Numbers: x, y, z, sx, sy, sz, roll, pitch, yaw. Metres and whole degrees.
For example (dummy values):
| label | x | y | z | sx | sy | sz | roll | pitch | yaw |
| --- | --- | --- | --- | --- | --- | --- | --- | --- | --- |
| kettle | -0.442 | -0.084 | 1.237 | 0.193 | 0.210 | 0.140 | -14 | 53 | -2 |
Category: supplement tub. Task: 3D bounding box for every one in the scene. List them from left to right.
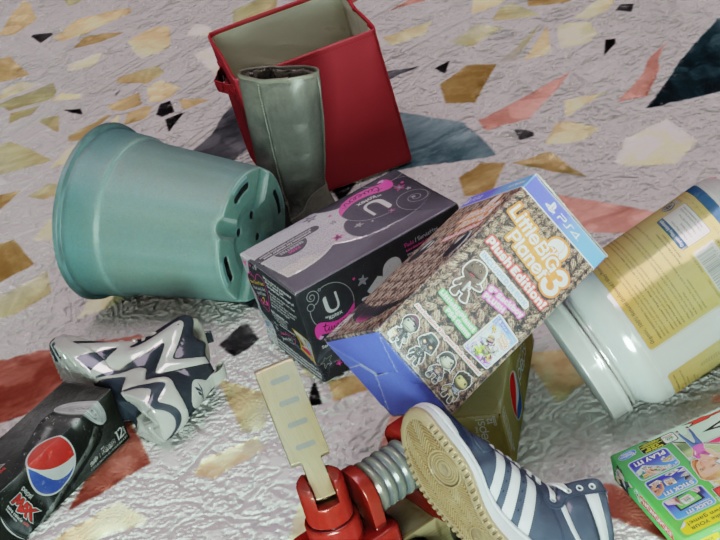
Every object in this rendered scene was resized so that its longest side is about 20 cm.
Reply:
| label | x | y | z | sx | sy | sz | roll | pitch | yaw |
| --- | --- | --- | --- | --- | --- | --- | --- | --- | --- |
| supplement tub | 0.273 | 0.027 | 1.612 | 0.200 | 0.145 | 0.145 | -34 | 31 | 1 |

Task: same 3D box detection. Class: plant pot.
| label | x | y | z | sx | sy | sz | roll | pitch | yaw |
| --- | --- | --- | --- | --- | --- | --- | --- | --- | --- |
| plant pot | -0.201 | -0.051 | 1.989 | 0.196 | 0.200 | 0.200 | 10 | 39 | 26 |

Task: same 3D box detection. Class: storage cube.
| label | x | y | z | sx | sy | sz | roll | pitch | yaw |
| --- | --- | --- | --- | --- | --- | --- | --- | --- | --- |
| storage cube | -0.063 | -0.208 | 2.171 | 0.200 | 0.180 | 0.171 | -22 | 30 | -6 |

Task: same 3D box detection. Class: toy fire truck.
| label | x | y | z | sx | sy | sz | roll | pitch | yaw |
| --- | --- | --- | --- | --- | --- | --- | --- | --- | --- |
| toy fire truck | 0.007 | 0.162 | 1.495 | 0.176 | 0.200 | 0.129 | -31 | 33 | -23 |

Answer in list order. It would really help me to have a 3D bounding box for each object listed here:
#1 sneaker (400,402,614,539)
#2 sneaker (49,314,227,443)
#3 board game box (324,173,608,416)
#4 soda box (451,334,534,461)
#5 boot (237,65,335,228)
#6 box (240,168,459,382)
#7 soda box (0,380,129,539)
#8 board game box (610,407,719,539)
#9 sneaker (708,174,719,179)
| label | x | y | z | sx | sy | sz | roll | pitch | yaw |
| --- | --- | --- | --- | --- | --- | --- | --- | --- | --- |
| sneaker | 0.123 | 0.173 | 1.456 | 0.108 | 0.200 | 0.070 | -35 | -2 | -36 |
| sneaker | -0.217 | 0.092 | 1.852 | 0.130 | 0.080 | 0.199 | -35 | 35 | -31 |
| board game box | 0.089 | 0.025 | 1.585 | 0.200 | 0.097 | 0.159 | -44 | 8 | -17 |
| soda box | 0.114 | 0.101 | 1.680 | 0.068 | 0.064 | 0.200 | -8 | 31 | 16 |
| boot | -0.110 | -0.129 | 2.041 | 0.182 | 0.200 | 0.073 | -6 | 31 | 18 |
| box | 0.000 | 0.000 | 1.855 | 0.200 | 0.115 | 0.132 | -28 | 32 | -19 |
| soda box | -0.316 | 0.191 | 1.752 | 0.071 | 0.063 | 0.200 | 7 | 38 | 36 |
| board game box | 0.327 | 0.158 | 1.508 | 0.200 | 0.029 | 0.135 | -23 | 29 | -10 |
| sneaker | 0.329 | -0.026 | 1.765 | 0.104 | 0.075 | 0.200 | -11 | 33 | 4 |
